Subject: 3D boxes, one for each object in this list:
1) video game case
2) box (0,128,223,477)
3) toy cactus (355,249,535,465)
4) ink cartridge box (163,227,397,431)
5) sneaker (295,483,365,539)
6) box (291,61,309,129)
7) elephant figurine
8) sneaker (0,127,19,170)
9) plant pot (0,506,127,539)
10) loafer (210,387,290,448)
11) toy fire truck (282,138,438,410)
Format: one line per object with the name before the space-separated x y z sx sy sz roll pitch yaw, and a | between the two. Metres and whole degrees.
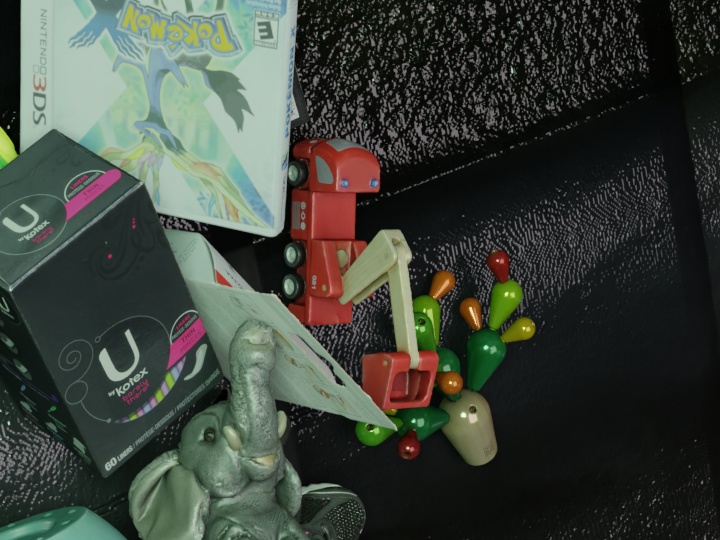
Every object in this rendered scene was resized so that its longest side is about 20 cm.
video game case | -0.142 -0.127 1.471 0.022 0.199 0.183 -50 148 -60
box | -0.194 0.024 1.480 0.122 0.106 0.200 -42 138 -21
toy cactus | 0.083 0.095 1.775 0.200 0.102 0.165 -53 134 -31
ink cartridge box | -0.068 0.040 1.566 0.161 0.200 0.050 48 65 -33
sneaker | -0.057 0.239 1.667 0.200 0.086 0.081 -36 118 -38
box | -0.129 -0.191 1.526 0.079 0.141 0.201 -26 111 -32
elephant figurine | -0.091 0.160 1.527 0.142 0.155 0.201 42 26 -75
sneaker | -0.290 -0.084 1.451 0.084 0.074 0.200 -53 124 -26
plant pot | -0.219 0.260 1.482 0.200 0.200 0.162 -25 99 -34
loafer | -0.133 0.172 1.622 0.071 0.073 0.200 43 64 -24
toy fire truck | 0.000 0.000 1.653 0.049 0.141 0.201 -2 97 -39
